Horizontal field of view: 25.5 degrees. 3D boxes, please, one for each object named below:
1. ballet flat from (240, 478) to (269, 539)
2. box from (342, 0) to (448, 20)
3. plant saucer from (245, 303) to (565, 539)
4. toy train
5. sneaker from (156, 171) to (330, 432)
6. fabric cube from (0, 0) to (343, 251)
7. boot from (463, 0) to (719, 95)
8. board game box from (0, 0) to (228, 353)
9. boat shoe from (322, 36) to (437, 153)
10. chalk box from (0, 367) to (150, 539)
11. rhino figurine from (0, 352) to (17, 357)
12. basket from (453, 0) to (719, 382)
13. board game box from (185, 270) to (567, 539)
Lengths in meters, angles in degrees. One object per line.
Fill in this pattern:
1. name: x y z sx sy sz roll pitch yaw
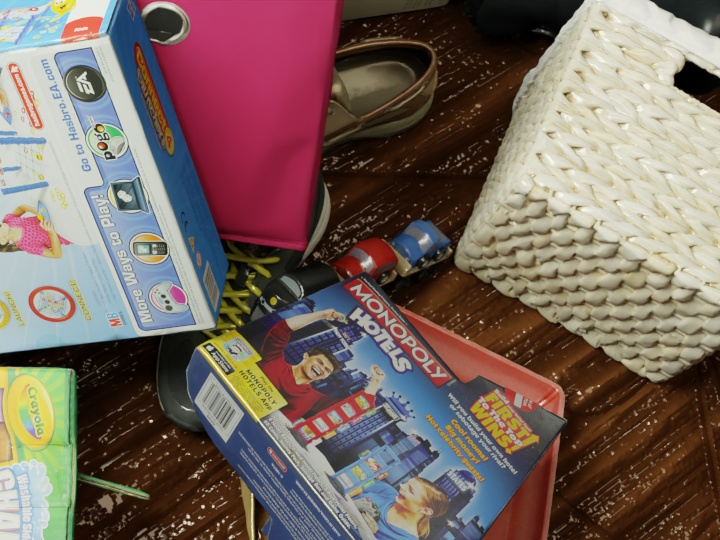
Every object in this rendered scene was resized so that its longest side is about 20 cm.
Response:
1. ballet flat: -0.041 0.159 1.012 0.068 0.063 0.203 2 70 -14
2. box: -0.029 -0.235 1.149 0.198 0.078 0.096 -13 75 -18
3. plant saucer: 0.030 0.113 1.023 0.198 0.037 0.201 26 42 -9
4. toy train: 0.000 0.000 1.047 0.034 0.046 0.199 43 34 19
5. sneaker: -0.081 0.006 1.037 0.074 0.085 0.202 21 72 5
6. fabric cube: -0.108 -0.159 0.943 0.193 0.201 0.201 7 43 -4
7. boot: 0.162 -0.185 1.124 0.166 0.200 0.077 13 99 -14
8. board game box: -0.193 -0.047 0.873 0.193 0.202 0.056 -6 40 11
9. boat shoe: -0.033 -0.119 1.109 0.198 0.072 0.076 -25 78 -21
10. chalk box: -0.225 0.118 0.936 0.197 0.125 0.126 1 84 -14
11. rhino figurine: -0.238 -0.032 1.034 0.086 0.060 0.202 5 62 -7
12. basket: 0.186 -0.051 1.077 0.197 0.200 0.162 29 72 -2
13. board game box: 0.022 0.104 0.953 0.199 0.062 0.200 -22 64 -45
